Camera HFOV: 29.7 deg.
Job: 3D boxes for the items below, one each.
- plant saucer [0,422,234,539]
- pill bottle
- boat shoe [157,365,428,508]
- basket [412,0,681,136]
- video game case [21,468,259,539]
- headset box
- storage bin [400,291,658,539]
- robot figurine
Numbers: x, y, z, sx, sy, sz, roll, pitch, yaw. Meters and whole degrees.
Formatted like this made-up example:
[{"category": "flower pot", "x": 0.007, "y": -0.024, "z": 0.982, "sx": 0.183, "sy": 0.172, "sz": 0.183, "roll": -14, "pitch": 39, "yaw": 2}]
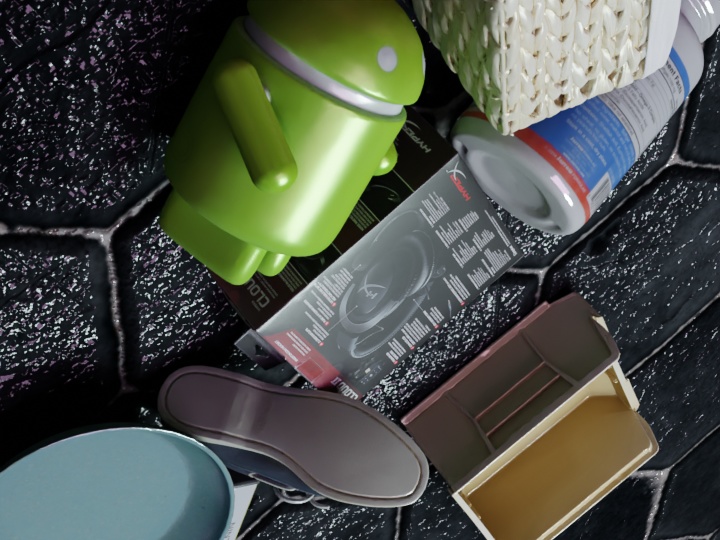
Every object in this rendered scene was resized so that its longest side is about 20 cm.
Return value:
[{"category": "plant saucer", "x": -0.189, "y": 0.173, "z": 0.953, "sx": 0.200, "sy": 0.036, "sz": 0.200, "roll": -14, "pitch": 131, "yaw": -16}, {"category": "pill bottle", "x": 0.162, "y": -0.132, "z": 0.928, "sx": 0.200, "sy": 0.112, "sz": 0.112, "roll": -50, "pitch": 144, "yaw": -12}, {"category": "boat shoe", "x": -0.049, "y": 0.125, "z": 0.967, "sx": 0.062, "sy": 0.200, "sz": 0.075, "roll": 88, "pitch": 16, "yaw": -65}, {"category": "basket", "x": 0.101, "y": -0.192, "z": 0.789, "sx": 0.123, "sy": 0.136, "sz": 0.200, "roll": -27, "pitch": 153, "yaw": -8}, {"category": "video game case", "x": -0.191, "y": 0.239, "z": 1.074, "sx": 0.200, "sy": 0.026, "sz": 0.181, "roll": -5, "pitch": 131, "yaw": -38}, {"category": "headset box", "x": 0.000, "y": 0.000, "z": 0.960, "sx": 0.200, "sy": 0.077, "sz": 0.149, "roll": -41, "pitch": 143, "yaw": 1}, {"category": "storage bin", "x": 0.163, "y": 0.147, "z": 1.234, "sx": 0.199, "sy": 0.094, "sz": 0.200, "roll": -38, "pitch": 142, "yaw": -3}, {"category": "robot figurine", "x": -0.040, "y": -0.090, "z": 0.802, "sx": 0.200, "sy": 0.116, "sz": 0.175, "roll": -58, "pitch": 162, "yaw": 19}]
